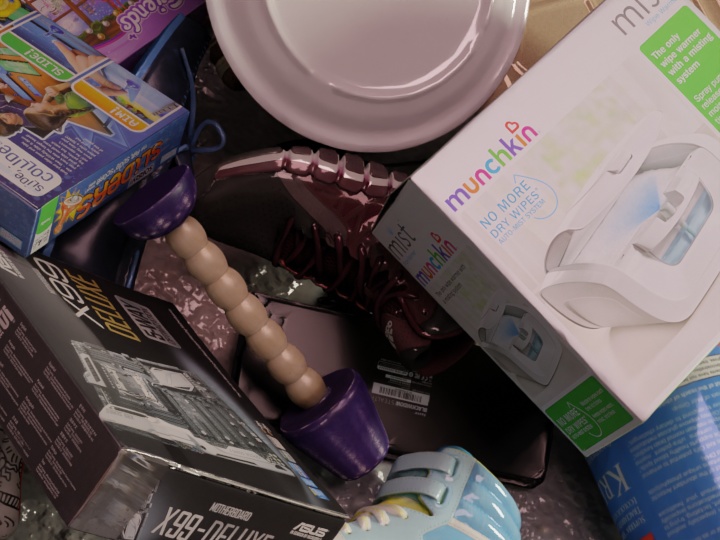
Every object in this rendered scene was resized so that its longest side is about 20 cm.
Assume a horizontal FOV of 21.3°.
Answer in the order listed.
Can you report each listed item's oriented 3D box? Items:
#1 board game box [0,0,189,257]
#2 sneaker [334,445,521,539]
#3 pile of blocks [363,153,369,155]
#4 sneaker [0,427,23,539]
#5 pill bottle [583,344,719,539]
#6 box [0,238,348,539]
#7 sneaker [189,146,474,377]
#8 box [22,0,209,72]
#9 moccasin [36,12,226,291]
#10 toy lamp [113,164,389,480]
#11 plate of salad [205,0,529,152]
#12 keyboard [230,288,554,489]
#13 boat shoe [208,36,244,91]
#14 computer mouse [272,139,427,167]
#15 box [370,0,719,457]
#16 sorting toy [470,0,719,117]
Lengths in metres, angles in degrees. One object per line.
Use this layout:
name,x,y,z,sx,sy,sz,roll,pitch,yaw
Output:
board game box,-0.212,-0.100,1.035,0.200,0.035,0.135,34,40,15
sneaker,0.003,0.146,1.046,0.199,0.080,0.131,21,57,-22
pile of blocks,0.044,-0.153,1.244,0.200,0.062,0.082,-33,77,-34
sneaker,-0.229,0.051,1.013,0.107,0.067,0.202,1,65,-23
pill bottle,0.204,0.138,1.111,0.112,0.112,0.201,-11,66,-27
box,-0.119,0.067,0.964,0.157,0.050,0.200,25,15,-45
sneaker,0.000,0.000,1.074,0.199,0.076,0.116,5,55,-12
box,-0.193,-0.166,1.168,0.137,0.039,0.200,44,55,6
moccasin,-0.129,-0.055,1.119,0.068,0.080,0.201,28,69,-11
toy lamp,-0.054,0.034,1.056,0.200,0.058,0.058,53,52,-20
plate of salad,0.003,-0.168,1.093,0.199,0.048,0.201,-1,93,-21
keyboard,0.022,0.062,1.137,0.199,0.040,0.105,15,79,-14
boat shoe,-0.055,-0.169,1.174,0.075,0.075,0.202,53,24,-5
computer mouse,0.037,-0.056,1.191,0.199,0.059,0.034,3,76,-19
box,0.139,-0.034,1.043,0.200,0.097,0.177,-42,86,-21
sorting toy,0.166,-0.102,1.148,0.199,0.036,0.186,-19,73,-18
